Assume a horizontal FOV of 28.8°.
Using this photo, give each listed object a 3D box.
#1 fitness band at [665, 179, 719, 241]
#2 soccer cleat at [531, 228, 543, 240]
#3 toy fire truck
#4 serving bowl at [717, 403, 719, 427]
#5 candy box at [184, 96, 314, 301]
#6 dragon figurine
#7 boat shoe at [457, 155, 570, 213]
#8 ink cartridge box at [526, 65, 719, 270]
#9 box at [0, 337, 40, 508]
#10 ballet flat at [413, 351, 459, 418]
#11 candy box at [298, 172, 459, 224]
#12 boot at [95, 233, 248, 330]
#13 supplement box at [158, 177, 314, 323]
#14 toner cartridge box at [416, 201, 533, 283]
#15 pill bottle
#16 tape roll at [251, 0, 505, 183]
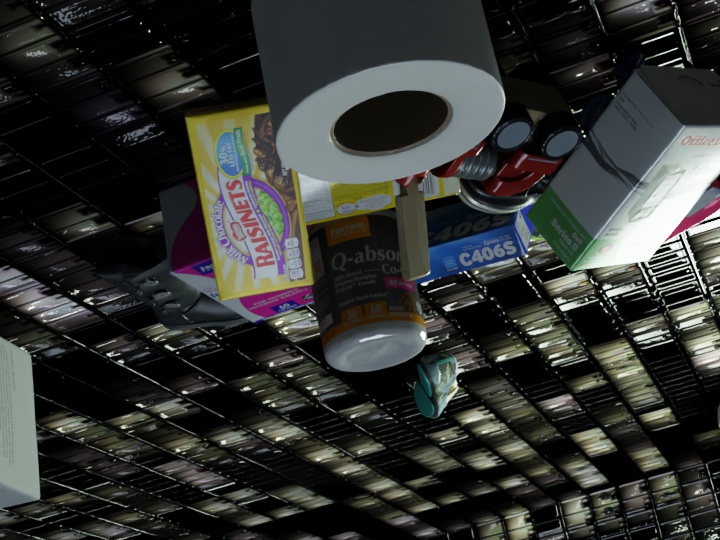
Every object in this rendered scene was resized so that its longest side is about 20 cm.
[{"bbox_3d":[0.349,-0.114,1.517,0.037,0.145,0.199,26,141,-28],"label":"fitness band"},{"bbox_3d":[0.249,-0.073,1.674,0.198,0.068,0.081,-3,143,-20],"label":"soccer cleat"},{"bbox_3d":[0.104,-0.099,1.388,0.175,0.129,0.201,4,137,-36],"label":"toy fire truck"},{"bbox_3d":[0.767,0.239,2.649,0.198,0.067,0.200,-10,158,-4],"label":"serving bowl"},{"bbox_3d":[-0.109,-0.070,1.392,0.101,0.026,0.202,-9,116,-2],"label":"candy box"},{"bbox_3d":[0.269,-0.152,1.482,0.099,0.059,0.200,4,143,-34],"label":"dragon figurine"},{"bbox_3d":[0.192,-0.109,1.551,0.198,0.075,0.062,-6,152,-27],"label":"boat shoe"},{"bbox_3d":[0.283,-0.102,1.409,0.145,0.084,0.201,-7,142,-43],"label":"ink cartridge box"},{"bbox_3d":[-0.524,0.194,1.734,0.198,0.201,0.171,-15,158,11],"label":"box"},{"bbox_3d":[0.124,0.179,2.198,0.073,0.075,0.200,-10,161,-4],"label":"ballet flat"},{"bbox_3d":[0.002,-0.105,1.458,0.198,0.027,0.103,-11,131,-1],"label":"candy box"},{"bbox_3d":[-0.198,0.004,1.639,0.163,0.066,0.200,-17,152,9],"label":"boot"},{"bbox_3d":[-0.126,-0.027,1.544,0.100,0.104,0.200,-19,155,18],"label":"supplement box"},{"bbox_3d":[0.100,-0.035,1.614,0.198,0.095,0.043,-16,116,24],"label":"toner cartridge box"},{"bbox_3d":[0.000,0.000,1.537,0.115,0.202,0.117,-10,158,-4],"label":"pill bottle"},{"bbox_3d":[0.013,-0.183,1.198,0.200,0.141,0.203,-9,158,-4],"label":"tape roll"}]
